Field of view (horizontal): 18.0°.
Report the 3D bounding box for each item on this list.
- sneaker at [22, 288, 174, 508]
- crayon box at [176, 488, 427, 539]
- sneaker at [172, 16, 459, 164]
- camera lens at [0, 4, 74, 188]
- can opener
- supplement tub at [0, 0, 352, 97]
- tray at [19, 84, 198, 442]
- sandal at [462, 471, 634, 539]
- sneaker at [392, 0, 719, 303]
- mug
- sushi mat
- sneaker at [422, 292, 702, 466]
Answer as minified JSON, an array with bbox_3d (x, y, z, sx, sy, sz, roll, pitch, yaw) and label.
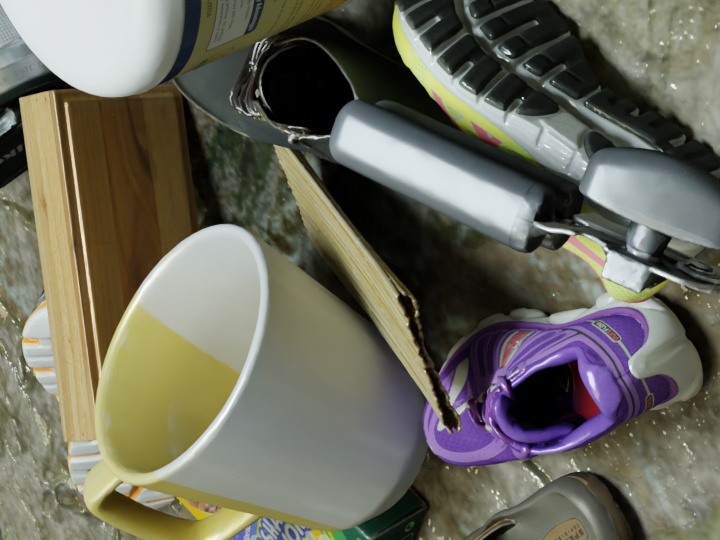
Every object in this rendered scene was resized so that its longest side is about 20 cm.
[{"bbox_3d":[-0.163,0.079,1.502,0.077,0.078,0.201,-89,-12,-51],"label":"sneaker"},{"bbox_3d":[-0.055,0.128,1.406,0.200,0.051,0.126,44,141,26],"label":"crayon box"},{"bbox_3d":[-0.044,-0.104,1.175,0.199,0.106,0.075,20,92,36],"label":"sneaker"},{"bbox_3d":[-0.269,-0.151,1.401,0.201,0.160,0.160,56,145,10],"label":"camera lens"},{"bbox_3d":[0.081,-0.044,1.016,0.199,0.053,0.067,27,106,26],"label":"can opener"},{"bbox_3d":[-0.069,-0.180,1.088,0.144,0.199,0.145,30,134,37],"label":"supplement tub"},{"bbox_3d":[-0.139,-0.006,1.335,0.037,0.098,0.201,-8,90,44],"label":"tray"},{"bbox_3d":[0.084,0.178,1.256,0.082,0.054,0.200,56,145,10],"label":"sandal"},{"bbox_3d":[0.082,-0.059,1.085,0.200,0.078,0.091,46,144,21],"label":"sneaker"},{"bbox_3d":[-0.054,0.075,1.268,0.186,0.153,0.150,-14,57,49],"label":"mug"},{"bbox_3d":[0.000,0.000,1.206,0.200,0.012,0.096,53,166,52],"label":"sushi mat"},{"bbox_3d":[0.083,0.061,1.156,0.200,0.083,0.081,-29,88,56],"label":"sneaker"}]
